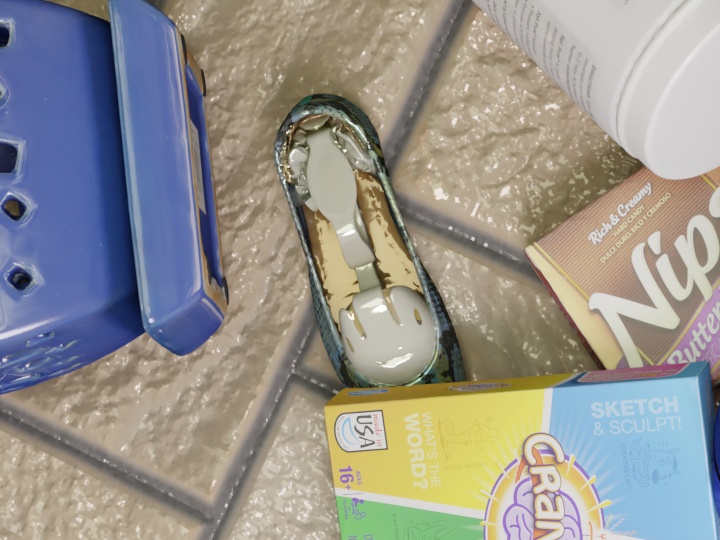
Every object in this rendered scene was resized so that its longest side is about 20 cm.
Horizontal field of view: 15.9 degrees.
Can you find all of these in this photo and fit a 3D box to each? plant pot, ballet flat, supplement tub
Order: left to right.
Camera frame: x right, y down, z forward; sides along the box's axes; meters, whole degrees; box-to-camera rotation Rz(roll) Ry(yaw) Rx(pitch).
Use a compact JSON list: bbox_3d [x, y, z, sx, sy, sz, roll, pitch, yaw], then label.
[{"bbox_3d":[-0.168,-0.041,1.339,0.179,0.200,0.201,-6,83,1],"label":"plant pot"},{"bbox_3d":[0.000,0.000,1.375,0.074,0.074,0.201,-23,82,5],"label":"ballet flat"},{"bbox_3d":[0.130,-0.157,1.314,0.132,0.132,0.200,-43,62,2],"label":"supplement tub"}]

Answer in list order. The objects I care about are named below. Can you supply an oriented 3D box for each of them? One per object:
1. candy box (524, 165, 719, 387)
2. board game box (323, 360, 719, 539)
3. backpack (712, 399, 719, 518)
[{"bbox_3d":[0.199,-0.018,1.356,0.199,0.056,0.117,-34,82,2],"label":"candy box"},{"bbox_3d":[0.089,0.131,1.331,0.199,0.040,0.154,-6,98,17],"label":"board game box"},{"bbox_3d":[0.260,0.085,1.267,0.167,0.200,0.163,15,72,13],"label":"backpack"}]
